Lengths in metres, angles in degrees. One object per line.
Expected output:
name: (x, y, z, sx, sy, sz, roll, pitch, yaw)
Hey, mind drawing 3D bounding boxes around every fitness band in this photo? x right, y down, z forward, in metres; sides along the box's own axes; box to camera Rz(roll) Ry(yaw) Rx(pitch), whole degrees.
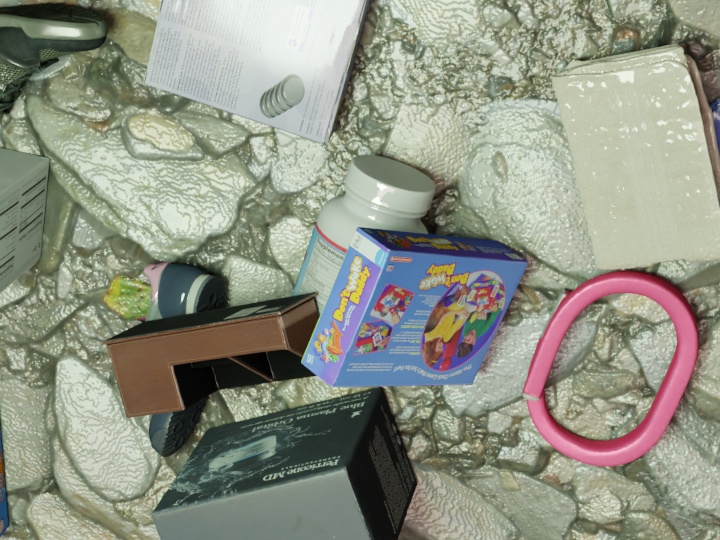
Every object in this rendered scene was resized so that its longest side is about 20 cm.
fitness band: (0.236, 0.093, 1.467, 0.143, 0.037, 0.200, 21, 112, 3)

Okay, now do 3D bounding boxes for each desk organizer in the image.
desk organizer: (-0.131, 0.079, 1.426, 0.199, 0.072, 0.077, -10, 99, 29)

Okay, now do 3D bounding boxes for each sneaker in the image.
sneaker: (-0.323, -0.190, 1.461, 0.199, 0.076, 0.115, -3, 109, 15)
sneaker: (-0.191, 0.084, 1.539, 0.082, 0.070, 0.201, 21, 109, 21)

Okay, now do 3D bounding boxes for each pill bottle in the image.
pill bottle: (0.000, 0.000, 1.443, 0.108, 0.109, 0.200, 21, 110, 4)

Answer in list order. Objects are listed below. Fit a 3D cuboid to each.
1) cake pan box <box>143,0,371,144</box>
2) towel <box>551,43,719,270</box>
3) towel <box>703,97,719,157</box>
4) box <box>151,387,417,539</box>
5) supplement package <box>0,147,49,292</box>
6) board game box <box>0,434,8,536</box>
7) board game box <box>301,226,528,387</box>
cake pan box: (-0.087, -0.237, 1.412, 0.184, 0.052, 0.201, 17, 111, 3)
towel: (0.253, -0.098, 1.389, 0.132, 0.034, 0.201, -6, 108, 29)
towel: (0.408, -0.136, 1.365, 0.200, 0.024, 0.145, -41, 98, 20)
box: (-0.067, 0.217, 1.479, 0.196, 0.200, 0.118, -15, 105, 15)
supplement package: (-0.421, -0.056, 1.479, 0.199, 0.156, 0.111, 11, 110, 6)
board game box: (-0.476, 0.204, 1.636, 0.199, 0.045, 0.153, 4, 109, 9)
board game box: (0.052, 0.036, 1.398, 0.045, 0.200, 0.135, 36, 110, 37)
